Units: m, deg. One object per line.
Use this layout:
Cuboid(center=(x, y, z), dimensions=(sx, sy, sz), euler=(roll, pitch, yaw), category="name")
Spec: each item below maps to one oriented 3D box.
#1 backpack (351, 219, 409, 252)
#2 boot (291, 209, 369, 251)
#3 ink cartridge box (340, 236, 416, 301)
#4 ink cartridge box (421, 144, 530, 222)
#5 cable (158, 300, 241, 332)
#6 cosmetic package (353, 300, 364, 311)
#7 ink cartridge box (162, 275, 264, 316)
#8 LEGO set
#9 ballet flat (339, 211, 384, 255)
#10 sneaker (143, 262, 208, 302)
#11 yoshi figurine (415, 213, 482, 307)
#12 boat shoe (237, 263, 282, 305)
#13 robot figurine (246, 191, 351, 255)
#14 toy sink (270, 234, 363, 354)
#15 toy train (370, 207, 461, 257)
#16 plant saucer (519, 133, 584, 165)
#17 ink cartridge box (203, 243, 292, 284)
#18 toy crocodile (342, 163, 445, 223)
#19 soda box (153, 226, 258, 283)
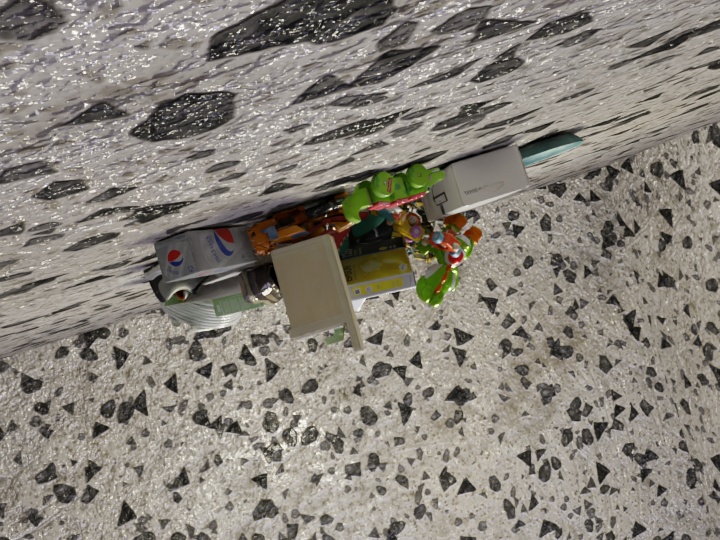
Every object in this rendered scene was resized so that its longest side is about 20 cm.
Cuboid(center=(0.034, -0.076, 1.644), dimensions=(0.198, 0.165, 0.153), euler=(-30, -168, -26), category="backpack")
Cuboid(center=(-0.046, -0.049, 1.395), dimensions=(0.198, 0.147, 0.072), euler=(-19, 179, -43), category="boot")
Cuboid(center=(0.000, 0.000, 1.444), dimensions=(0.196, 0.048, 0.198), euler=(-10, -157, 0), category="ink cartridge box")
Cuboid(center=(0.213, -0.165, 1.423), dimensions=(0.144, 0.086, 0.200), euler=(-18, 180, -15), category="ink cartridge box")
Cuboid(center=(-0.373, 0.067, 1.726), dimensions=(0.198, 0.070, 0.199), euler=(-2, -153, -44), category="cable")
Cuboid(center=(-0.098, 0.007, 1.611), dimensions=(0.197, 0.151, 0.052), euler=(13, 119, -32), category="cosmetic package")
Cuboid(center=(-0.283, 0.041, 1.488), dimensions=(0.196, 0.049, 0.146), euler=(-13, -156, 6), category="ink cartridge box")
Cuboid(center=(0.159, -0.093, 1.602), dimensions=(0.114, 0.156, 0.200), euler=(11, 165, 27), category="LEGO set")
Cuboid(center=(-0.035, -0.079, 1.496), dimensions=(0.199, 0.069, 0.068), euler=(-32, -144, -29), category="ballet flat")
Cuboid(center=(-0.337, 0.013, 1.447), dimensions=(0.073, 0.081, 0.199), euler=(-19, 180, 35), category="sneaker")
Cuboid(center=(0.169, -0.012, 1.525), dimensions=(0.111, 0.202, 0.113), euler=(18, 155, 26), category="yoshi figurine")
Cuboid(center=(-0.158, 0.023, 1.367), dimensions=(0.072, 0.076, 0.200), euler=(-19, -179, 13), category="boat shoe")
Cuboid(center=(-0.088, -0.080, 1.250), dimensions=(0.196, 0.059, 0.145), euler=(-18, -179, 2), category="robot figurine")
Cuboid(center=(-0.074, 0.052, 1.253), dimensions=(0.110, 0.204, 0.130), euler=(-16, -179, 2), category="toy sink")
Cuboid(center=(0.110, -0.100, 1.440), dimensions=(0.199, 0.056, 0.149), euler=(34, 168, -30), category="toy train")
Cuboid(center=(0.364, -0.245, 1.537), dimensions=(0.197, 0.028, 0.200), euler=(-19, 180, 0), category="plant saucer")
Cuboid(center=(-0.204, -0.036, 1.407), dimensions=(0.115, 0.068, 0.199), euler=(-18, 180, 40), category="ink cartridge box")
Cuboid(center=(0.055, -0.127, 1.186), dimensions=(0.198, 0.063, 0.067), euler=(-18, 180, -36), category="toy crocodile")
Cuboid(center=(-0.240, -0.028, 1.178), dimensions=(0.067, 0.065, 0.200), euler=(-16, 180, 20), category="soda box")
